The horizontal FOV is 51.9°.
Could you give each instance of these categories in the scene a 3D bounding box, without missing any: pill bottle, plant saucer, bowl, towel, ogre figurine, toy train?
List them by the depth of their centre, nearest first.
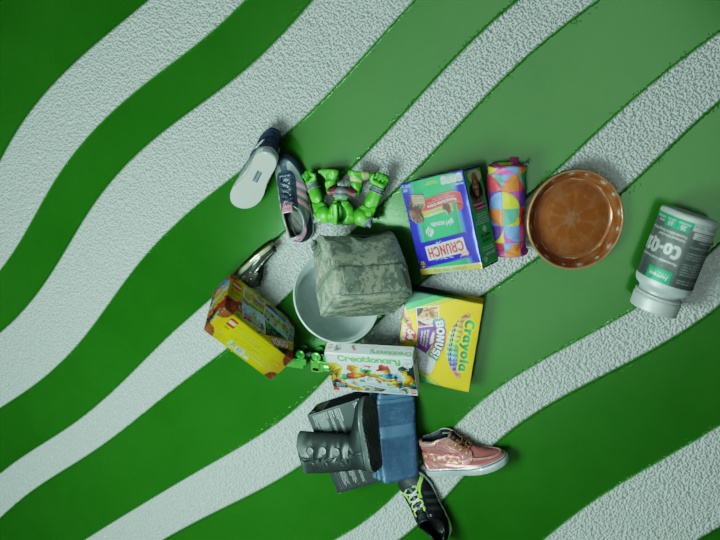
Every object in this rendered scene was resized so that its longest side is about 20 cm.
[{"bbox_3d":[0.609,-0.017,1.447,0.111,0.113,0.204,18,105,11],"label":"pill bottle"},{"bbox_3d":[0.433,-0.104,1.502,0.196,0.032,0.205,0,101,-1],"label":"plant saucer"},{"bbox_3d":[-0.038,-0.158,1.613,0.196,0.098,0.123,6,91,3],"label":"ogre figurine"},{"bbox_3d":[-0.062,0.073,1.649,0.197,0.090,0.205,6,70,-16],"label":"bowl"},{"bbox_3d":[0.078,0.371,1.675,0.110,0.048,0.205,0,83,-27],"label":"towel"},{"bbox_3d":[-0.090,0.212,1.734,0.196,0.042,0.058,6,113,15],"label":"toy train"}]

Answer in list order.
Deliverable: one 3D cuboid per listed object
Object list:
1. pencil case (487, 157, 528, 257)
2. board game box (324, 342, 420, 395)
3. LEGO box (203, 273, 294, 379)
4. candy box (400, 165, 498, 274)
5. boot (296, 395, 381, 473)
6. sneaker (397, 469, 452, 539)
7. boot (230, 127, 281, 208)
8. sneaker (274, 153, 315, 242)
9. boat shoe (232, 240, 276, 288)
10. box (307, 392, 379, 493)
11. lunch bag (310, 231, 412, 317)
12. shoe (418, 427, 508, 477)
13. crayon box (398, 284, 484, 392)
[{"bbox_3d":[0.306,-0.128,1.528,0.087,0.088,0.204,2,103,15],"label":"pencil case"},{"bbox_3d":[0.027,0.215,1.617,0.196,0.035,0.128,1,132,15],"label":"board game box"},{"bbox_3d":[-0.246,0.126,1.665,0.077,0.150,0.199,-41,114,19],"label":"LEGO box"},{"bbox_3d":[0.185,-0.101,1.539,0.167,0.076,0.204,-7,101,44],"label":"candy box"},{"bbox_3d":[-0.055,0.370,1.661,0.197,0.065,0.169,-9,81,35],"label":"boot"},{"bbox_3d":[0.150,0.547,1.711,0.071,0.083,0.201,-37,90,19],"label":"sneaker"},{"bbox_3d":[-0.231,-0.228,1.673,0.072,0.091,0.200,26,137,-19],"label":"boot"},{"bbox_3d":[-0.153,-0.162,1.650,0.069,0.082,0.204,-15,97,19],"label":"sneaker"},{"bbox_3d":[-0.257,0.013,1.728,0.200,0.072,0.066,-42,99,20],"label":"boat shoe"},{"bbox_3d":[-0.018,0.398,1.731,0.139,0.079,0.203,-19,95,21],"label":"box"},{"bbox_3d":[0.000,0.000,1.569,0.196,0.140,0.171,-3,68,-22],"label":"lunch bag"},{"bbox_3d":[0.228,0.405,1.664,0.197,0.071,0.093,-13,103,22],"label":"shoe"},{"bbox_3d":[0.174,0.148,1.634,0.169,0.058,0.204,10,104,14],"label":"crayon box"}]
